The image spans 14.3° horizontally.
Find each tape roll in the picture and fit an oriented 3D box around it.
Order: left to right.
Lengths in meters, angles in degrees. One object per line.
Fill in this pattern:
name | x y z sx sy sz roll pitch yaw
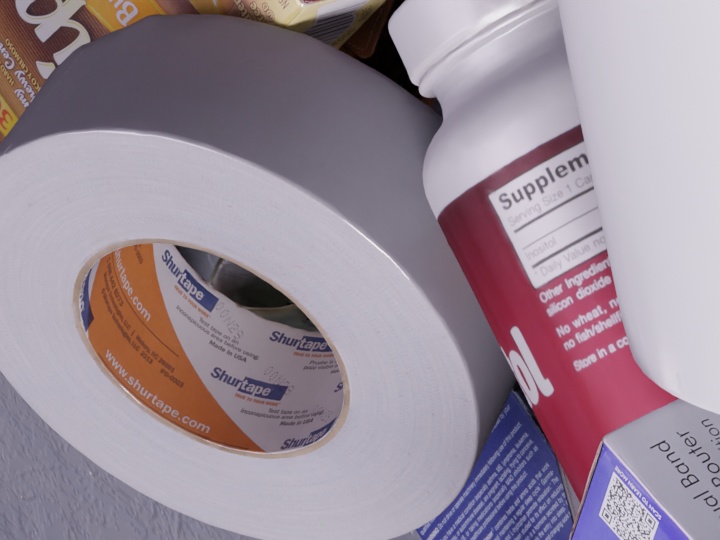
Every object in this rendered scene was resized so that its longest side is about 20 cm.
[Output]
tape roll | -0.040 0.007 1.010 0.200 0.066 0.200 17 139 16

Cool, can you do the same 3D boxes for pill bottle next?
pill bottle | 0.090 -0.009 0.909 0.200 0.113 0.113 64 150 8

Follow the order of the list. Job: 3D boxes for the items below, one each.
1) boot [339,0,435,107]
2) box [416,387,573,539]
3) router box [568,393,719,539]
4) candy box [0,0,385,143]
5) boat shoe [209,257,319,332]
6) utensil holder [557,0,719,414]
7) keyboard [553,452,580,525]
boot | -0.031 -0.081 1.103 0.155 0.074 0.200 39 143 33
box | 0.083 0.122 1.090 0.200 0.032 0.121 56 148 16
router box | 0.186 0.093 0.754 0.200 0.179 0.049 48 146 29
candy box | -0.076 -0.100 1.049 0.200 0.055 0.116 -41 73 48
boat shoe | 0.000 0.000 1.089 0.200 0.062 0.072 148 132 -61
utensil holder | 0.129 -0.081 0.741 0.170 0.170 0.200 20 128 52
keyboard | 0.106 0.141 1.018 0.127 0.021 0.200 -17 85 32
